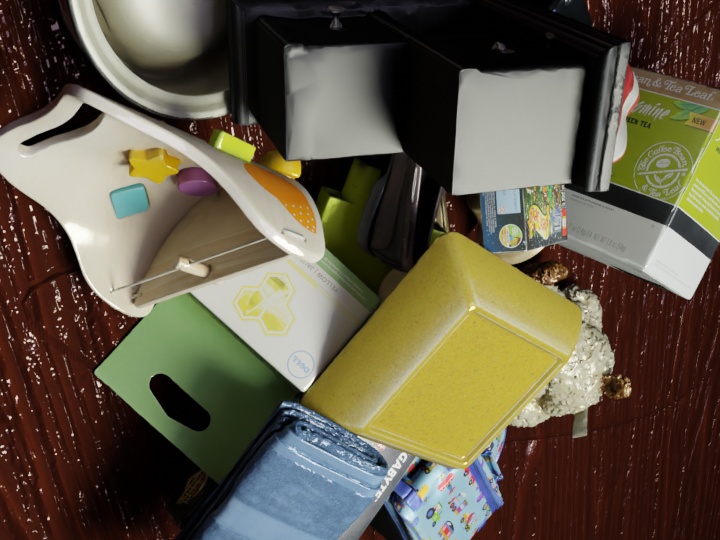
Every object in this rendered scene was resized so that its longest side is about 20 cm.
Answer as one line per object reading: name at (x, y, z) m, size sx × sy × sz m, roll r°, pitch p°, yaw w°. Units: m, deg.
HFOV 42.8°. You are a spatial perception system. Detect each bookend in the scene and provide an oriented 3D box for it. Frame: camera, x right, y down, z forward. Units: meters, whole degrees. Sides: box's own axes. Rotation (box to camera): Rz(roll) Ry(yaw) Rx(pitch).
bookend at (0.029, -0.119, 0.592) m, size 0.198 × 0.199 × 0.093 m, roll -7°, pitch 118°, yaw -16°

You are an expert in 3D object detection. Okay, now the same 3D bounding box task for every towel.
towel at (-0.074, 0.204, 0.739) m, size 0.111 × 0.049 × 0.201 m, roll 32°, pitch 103°, yaw -22°

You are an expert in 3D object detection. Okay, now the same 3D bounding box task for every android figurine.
android figurine at (0.000, 0.000, 0.844) m, size 0.181 × 0.041 × 0.201 m, roll 14°, pitch 110°, yaw -21°

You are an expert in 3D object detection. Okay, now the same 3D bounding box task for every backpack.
backpack at (0.090, 0.203, 1.018) m, size 0.200 × 0.134 × 0.183 m, roll -42°, pitch 134°, yaw -21°

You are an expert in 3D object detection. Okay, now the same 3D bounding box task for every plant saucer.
plant saucer at (0.081, 0.088, 0.771) m, size 0.199 × 0.049 × 0.200 m, roll 27°, pitch 110°, yaw -40°

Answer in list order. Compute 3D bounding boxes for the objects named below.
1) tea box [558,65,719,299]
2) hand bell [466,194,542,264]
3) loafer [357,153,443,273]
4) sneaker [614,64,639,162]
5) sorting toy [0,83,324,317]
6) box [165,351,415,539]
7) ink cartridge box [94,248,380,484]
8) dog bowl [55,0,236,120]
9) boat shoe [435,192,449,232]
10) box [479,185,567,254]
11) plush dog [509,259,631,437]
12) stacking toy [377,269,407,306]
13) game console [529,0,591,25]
tea box at (0.294, -0.105, 1.001) m, size 0.133 × 0.199 × 0.198 m, roll 23°, pitch 93°, yaw -48°
hand bell at (0.110, -0.101, 0.920) m, size 0.200 × 0.104 × 0.105 m, roll 39°, pitch 82°, yaw -38°
loafer at (0.060, -0.093, 0.755) m, size 0.072 × 0.063 × 0.201 m, roll -3°, pitch 120°, yaw -47°
sneaker at (0.224, -0.200, 0.886) m, size 0.201 × 0.078 × 0.116 m, roll -79°, pitch 154°, yaw -47°
sorting toy at (-0.151, -0.061, 0.634) m, size 0.180 × 0.199 × 0.108 m, roll 30°, pitch 55°, yaw -41°
box at (-0.052, 0.180, 0.824) m, size 0.159 × 0.046 × 0.200 m, roll 45°, pitch 75°, yaw -25°
ink cartridge box at (-0.101, 0.053, 0.759) m, size 0.145 × 0.048 × 0.200 m, roll 42°, pitch 76°, yaw -2°
dog bowl at (-0.125, -0.211, 0.638) m, size 0.199 × 0.074 × 0.202 m, roll -21°, pitch 124°, yaw -35°
boat shoe at (0.068, -0.013, 0.926) m, size 0.066 × 0.074 × 0.201 m, roll -28°, pitch 128°, yaw -24°
box at (0.147, -0.089, 0.820) m, size 0.200 × 0.037 × 0.138 m, roll -12°, pitch 98°, yaw -68°
plush dog at (0.218, 0.086, 1.089) m, size 0.171 × 0.160 × 0.201 m, roll 38°, pitch 83°, yaw -24°
stacking toy at (0.074, 0.089, 0.847) m, size 0.085 × 0.085 × 0.201 m, roll -35°, pitch 131°, yaw -26°
game console at (0.182, -0.219, 0.896) m, size 0.200 × 0.116 × 0.176 m, roll -51°, pitch 136°, yaw -10°
